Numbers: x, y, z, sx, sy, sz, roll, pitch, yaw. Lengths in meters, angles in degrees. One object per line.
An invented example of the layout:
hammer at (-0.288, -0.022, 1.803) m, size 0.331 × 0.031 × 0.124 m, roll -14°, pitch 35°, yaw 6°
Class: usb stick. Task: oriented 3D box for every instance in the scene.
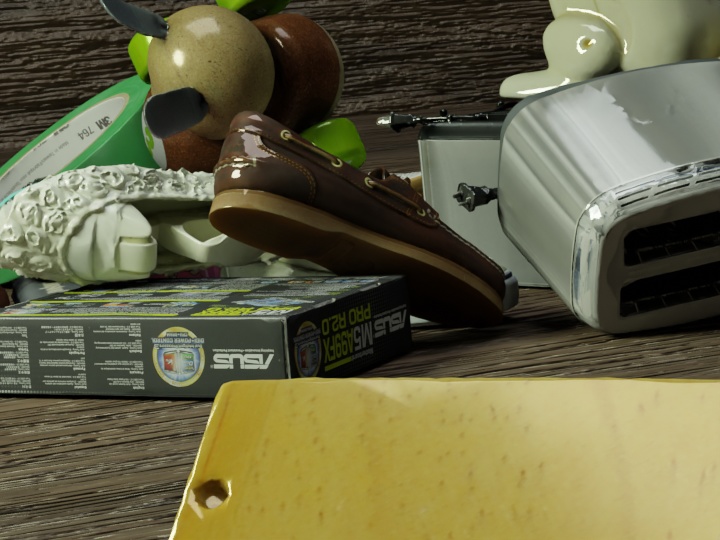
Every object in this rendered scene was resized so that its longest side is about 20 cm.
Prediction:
usb stick at (-0.190, 0.023, 1.550) m, size 0.055 × 0.033 × 0.200 m, roll -4°, pitch 7°, yaw -10°

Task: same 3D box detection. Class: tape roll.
tape roll at (-0.220, -0.070, 1.855) m, size 0.200 × 0.048 × 0.201 m, roll -34°, pitch 17°, yaw 12°

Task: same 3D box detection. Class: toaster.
toaster at (0.145, -0.059, 1.683) m, size 0.199 × 0.120 × 0.180 m, roll 2°, pitch 8°, yaw 37°
toaster at (0.167, -0.042, 1.422) m, size 0.198 × 0.114 × 0.129 m, roll -11°, pitch 36°, yaw -17°

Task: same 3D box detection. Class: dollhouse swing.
dollhouse swing at (0.070, 0.119, 0.601) m, size 0.198 × 0.176 × 0.183 m, roll -1°, pitch 49°, yaw 21°

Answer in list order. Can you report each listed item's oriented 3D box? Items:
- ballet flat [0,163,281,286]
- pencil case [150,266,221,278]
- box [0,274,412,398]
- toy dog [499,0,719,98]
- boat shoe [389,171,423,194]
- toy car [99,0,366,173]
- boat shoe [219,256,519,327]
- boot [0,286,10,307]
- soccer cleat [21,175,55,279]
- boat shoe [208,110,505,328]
ballet flat at (-0.115, -0.025, 1.418) m, size 0.199 × 0.072 × 0.072 m, roll -8°, pitch 8°, yaw -32°
pencil case at (-0.143, -0.023, 1.645) m, size 0.199 × 0.083 × 0.087 m, roll 1°, pitch 46°, yaw 47°
box at (-0.092, 0.035, 1.351) m, size 0.198 × 0.045 × 0.160 m, roll -1°, pitch 8°, yaw 25°
toy dog at (0.177, -0.221, 1.666) m, size 0.139 × 0.202 × 0.193 m, roll -10°, pitch 9°, yaw -42°
boat shoe at (-0.012, -0.030, 1.717) m, size 0.199 × 0.071 × 0.069 m, roll -12°, pitch 11°, yaw -34°
toy car at (-0.114, -0.126, 1.691) m, size 0.157 × 0.165 × 0.200 m, roll -31°, pitch -16°, yaw 22°
boat shoe at (0.000, 0.000, 1.507) m, size 0.198 × 0.063 × 0.072 m, roll 0°, pitch 8°, yaw 20°
boot at (-0.275, -0.059, 1.567) m, size 0.068 × 0.202 × 0.188 m, roll -6°, pitch 7°, yaw -19°
soccer cleat at (-0.158, -0.023, 1.555) m, size 0.073 × 0.069 × 0.199 m, roll 17°, pitch -13°, yaw -37°
boat shoe at (0.006, -0.029, 1.401) m, size 0.199 × 0.071 × 0.070 m, roll 26°, pitch -31°, yaw -30°
